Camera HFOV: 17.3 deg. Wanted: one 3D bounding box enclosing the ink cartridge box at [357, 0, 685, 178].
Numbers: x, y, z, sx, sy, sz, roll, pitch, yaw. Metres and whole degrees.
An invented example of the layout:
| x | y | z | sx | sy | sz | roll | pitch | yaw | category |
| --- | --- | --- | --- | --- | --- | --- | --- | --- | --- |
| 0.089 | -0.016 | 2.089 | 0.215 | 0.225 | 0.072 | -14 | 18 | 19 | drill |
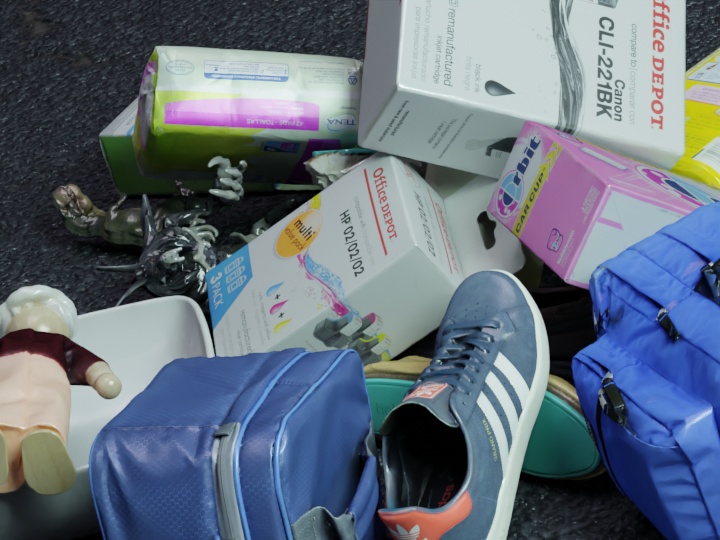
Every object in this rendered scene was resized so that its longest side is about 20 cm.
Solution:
| x | y | z | sx | sy | sz | roll | pitch | yaw | category |
| --- | --- | --- | --- | --- | --- | --- | --- | --- | --- |
| 0.108 | -0.138 | 1.542 | 0.199 | 0.084 | 0.145 | 12 | 61 | -15 | ink cartridge box |

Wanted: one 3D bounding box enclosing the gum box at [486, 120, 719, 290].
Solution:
| x | y | z | sx | sy | sz | roll | pitch | yaw | category |
| --- | --- | --- | --- | --- | --- | --- | --- | --- | --- |
| 0.193 | -0.019 | 1.464 | 0.200 | 0.066 | 0.114 | 17 | 16 | -28 | gum box |

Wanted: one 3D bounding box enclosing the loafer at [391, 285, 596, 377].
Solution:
| x | y | z | sx | sy | sz | roll | pitch | yaw | category |
| --- | --- | --- | --- | --- | --- | --- | --- | --- | --- |
| 0.096 | 0.028 | 1.534 | 0.200 | 0.063 | 0.072 | 2 | 33 | 30 | loafer |

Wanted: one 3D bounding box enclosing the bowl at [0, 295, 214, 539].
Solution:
| x | y | z | sx | sy | sz | roll | pitch | yaw | category |
| --- | --- | --- | --- | --- | --- | --- | --- | --- | --- |
| -0.182 | 0.106 | 1.518 | 0.199 | 0.075 | 0.200 | -15 | 26 | 1 | bowl |

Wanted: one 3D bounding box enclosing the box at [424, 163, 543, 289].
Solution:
| x | y | z | sx | sy | sz | roll | pitch | yaw | category |
| --- | --- | --- | --- | --- | --- | --- | --- | --- | --- |
| 0.094 | -0.081 | 1.624 | 0.068 | 0.082 | 0.200 | -1 | 62 | 28 | box |

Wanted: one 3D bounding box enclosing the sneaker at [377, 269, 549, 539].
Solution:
| x | y | z | sx | sy | sz | roll | pitch | yaw | category |
| --- | --- | --- | --- | --- | --- | --- | --- | --- | --- |
| 0.054 | 0.075 | 1.358 | 0.075 | 0.085 | 0.200 | -15 | 51 | 32 | sneaker |

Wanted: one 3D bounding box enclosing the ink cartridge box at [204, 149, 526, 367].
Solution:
| x | y | z | sx | sy | sz | roll | pitch | yaw | category |
| --- | --- | --- | --- | --- | --- | --- | --- | --- | --- |
| 0.000 | 0.000 | 1.527 | 0.200 | 0.068 | 0.115 | -35 | 36 | 16 | ink cartridge box |

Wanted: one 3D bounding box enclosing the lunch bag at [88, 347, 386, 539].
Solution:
| x | y | z | sx | sy | sz | roll | pitch | yaw | category |
| --- | --- | --- | --- | --- | --- | --- | --- | --- | --- |
| -0.057 | 0.125 | 1.322 | 0.132 | 0.136 | 0.200 | -7 | 16 | 16 | lunch bag |

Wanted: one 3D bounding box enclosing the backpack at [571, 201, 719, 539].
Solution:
| x | y | z | sx | sy | sz | roll | pitch | yaw | category |
| --- | --- | --- | --- | --- | --- | --- | --- | --- | --- |
| 0.203 | 0.057 | 1.318 | 0.167 | 0.163 | 0.200 | -23 | 29 | -8 | backpack |

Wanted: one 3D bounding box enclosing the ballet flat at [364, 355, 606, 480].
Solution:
| x | y | z | sx | sy | sz | roll | pitch | yaw | category |
| --- | --- | --- | --- | --- | --- | --- | --- | --- | --- |
| 0.082 | 0.080 | 1.445 | 0.200 | 0.069 | 0.063 | 10 | 21 | 38 | ballet flat |

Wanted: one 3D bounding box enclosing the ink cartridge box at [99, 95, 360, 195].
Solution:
| x | y | z | sx | sy | sz | roll | pitch | yaw | category |
| --- | --- | --- | --- | --- | --- | --- | --- | --- | --- |
| -0.097 | -0.111 | 1.903 | 0.200 | 0.059 | 0.104 | 0 | 30 | 27 | ink cartridge box |

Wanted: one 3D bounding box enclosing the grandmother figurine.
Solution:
| x | y | z | sx | sy | sz | roll | pitch | yaw | category |
| --- | --- | --- | --- | --- | --- | --- | --- | --- | --- |
| -0.210 | 0.068 | 1.470 | 0.121 | 0.061 | 0.200 | 13 | 25 | -6 | grandmother figurine |

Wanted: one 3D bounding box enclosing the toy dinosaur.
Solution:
| x | y | z | sx | sy | sz | roll | pitch | yaw | category |
| --- | --- | --- | --- | --- | --- | --- | --- | --- | --- |
| -0.143 | -0.039 | 1.814 | 0.200 | 0.048 | 0.088 | 14 | 42 | 37 | toy dinosaur |

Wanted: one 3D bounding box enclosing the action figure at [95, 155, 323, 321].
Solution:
| x | y | z | sx | sy | sz | roll | pitch | yaw | category |
| --- | --- | --- | --- | --- | --- | --- | --- | --- | --- |
| -0.084 | -0.021 | 1.666 | 0.199 | 0.119 | 0.102 | -15 | -18 | -14 | action figure |

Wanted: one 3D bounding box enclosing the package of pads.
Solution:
| x | y | z | sx | sy | sz | roll | pitch | yaw | category |
| --- | --- | --- | --- | --- | --- | --- | --- | --- | --- |
| -0.086 | -0.108 | 1.712 | 0.154 | 0.068 | 0.200 | 2 | -8 | -7 | package of pads |

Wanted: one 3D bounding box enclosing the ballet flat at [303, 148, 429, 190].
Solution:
| x | y | z | sx | sy | sz | roll | pitch | yaw | category |
| --- | --- | --- | --- | --- | --- | --- | --- | --- | --- |
| 0.037 | -0.055 | 1.654 | 0.072 | 0.072 | 0.200 | 6 | 6 | 35 | ballet flat |

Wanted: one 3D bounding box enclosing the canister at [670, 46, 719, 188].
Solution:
| x | y | z | sx | sy | sz | roll | pitch | yaw | category |
| --- | --- | --- | --- | --- | --- | --- | --- | --- | --- |
| 0.266 | -0.094 | 1.658 | 0.200 | 0.087 | 0.148 | -35 | 34 | -32 | canister |
